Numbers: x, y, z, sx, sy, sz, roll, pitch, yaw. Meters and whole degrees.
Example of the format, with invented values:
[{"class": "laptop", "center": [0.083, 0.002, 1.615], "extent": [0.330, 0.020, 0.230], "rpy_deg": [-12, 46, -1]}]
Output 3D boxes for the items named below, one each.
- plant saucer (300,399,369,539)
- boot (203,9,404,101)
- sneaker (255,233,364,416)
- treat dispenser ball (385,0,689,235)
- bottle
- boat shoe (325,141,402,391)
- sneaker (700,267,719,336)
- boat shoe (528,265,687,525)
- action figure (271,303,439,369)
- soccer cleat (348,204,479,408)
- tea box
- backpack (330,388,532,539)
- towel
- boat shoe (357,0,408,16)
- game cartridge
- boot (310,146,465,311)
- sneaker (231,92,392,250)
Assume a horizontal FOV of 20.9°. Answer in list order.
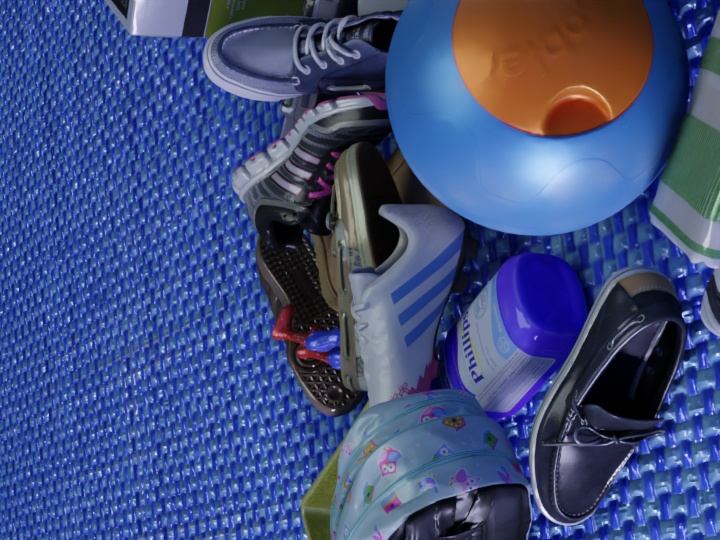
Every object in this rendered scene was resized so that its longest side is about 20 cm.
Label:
[{"class": "plant saucer", "center": [0.027, 0.230, 1.631], "extent": [0.200, 0.048, 0.200], "rpy_deg": [-58, 41, 46]}, {"class": "boot", "center": [-0.024, -0.180, 1.552], "extent": [0.090, 0.200, 0.073], "rpy_deg": [115, 153, -74]}, {"class": "sneaker", "center": [-0.040, 0.052, 1.766], "extent": [0.076, 0.070, 0.200], "rpy_deg": [84, 168, -60]}, {"class": "treat dispenser ball", "center": [0.116, -0.124, 1.292], "extent": [0.201, 0.201, 0.201], "rpy_deg": [0, 90, 63]}, {"class": "bottle", "center": [0.099, 0.068, 1.471], "extent": [0.200, 0.065, 0.084], "rpy_deg": [127, 142, -50]}, {"class": "boat shoe", "center": [0.000, 0.000, 1.532], "extent": [0.063, 0.073, 0.200], "rpy_deg": [-5, 97, 27]}, {"class": "sneaker", "center": [0.268, -0.004, 1.131], "extent": [0.200, 0.075, 0.115], "rpy_deg": [-154, 64, -64]}, {"class": "boat shoe", "center": [0.169, 0.095, 1.330], "extent": [0.062, 0.075, 0.200], "rpy_deg": [-121, 45, -55]}, {"class": "action figure", "center": [0.014, 0.066, 1.627], "extent": [0.200, 0.065, 0.052], "rpy_deg": [16, 68, 45]}, {"class": "soccer cleat", "center": [0.022, 0.045, 1.471], "extent": [0.070, 0.086, 0.200], "rpy_deg": [-169, 94, -77]}, {"class": "tea box", "center": [-0.142, -0.311, 1.800], "extent": [0.200, 0.196, 0.134], "rpy_deg": [51, 134, 50]}, {"class": "backpack", "center": [0.048, 0.183, 1.411], "extent": [0.127, 0.167, 0.200], "rpy_deg": [58, 156, 33]}, {"class": "towel", "center": [0.226, -0.108, 1.178], "extent": [0.153, 0.023, 0.200], "rpy_deg": [-95, 23, -79]}, {"class": "boat shoe", "center": [0.037, -0.269, 1.601], "extent": [0.068, 0.072, 0.200], "rpy_deg": [-70, -19, -61]}, {"class": "game cartridge", "center": [-0.023, -0.210, 1.668], "extent": [0.038, 0.130, 0.200], "rpy_deg": [21, 116, 13]}, {"class": "boot", "center": [0.023, -0.077, 1.634], "extent": [0.200, 0.066, 0.175], "rpy_deg": [-47, 54, 50]}, {"class": "sneaker", "center": [-0.028, -0.076, 1.591], "extent": [0.200, 0.074, 0.088], "rpy_deg": [-33, 69, 43]}]
